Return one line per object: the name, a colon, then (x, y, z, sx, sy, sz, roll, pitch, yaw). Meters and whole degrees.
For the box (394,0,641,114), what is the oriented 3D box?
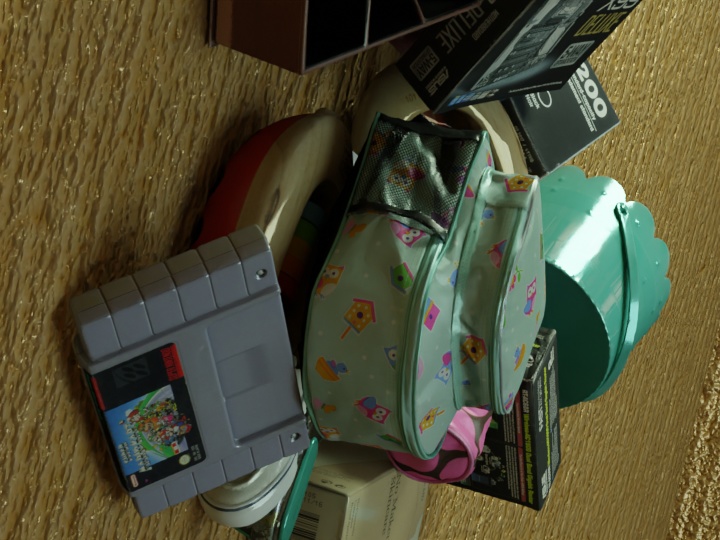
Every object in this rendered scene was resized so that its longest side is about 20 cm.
box: (0.135, -0.193, 1.428, 0.158, 0.050, 0.199, -46, 164, 30)

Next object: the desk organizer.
desk organizer: (-0.004, -0.191, 1.278, 0.199, 0.077, 0.072, -28, 132, -46)

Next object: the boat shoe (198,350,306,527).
boat shoe: (-0.065, 0.078, 1.385, 0.086, 0.074, 0.203, 82, 27, -49)

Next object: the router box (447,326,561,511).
router box: (0.098, 0.117, 1.746, 0.201, 0.149, 0.062, 82, 30, -49)

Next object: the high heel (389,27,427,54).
high heel: (0.027, -0.263, 1.433, 0.096, 0.067, 0.202, 33, 68, -44)

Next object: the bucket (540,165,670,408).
bucket: (0.180, 0.021, 1.848, 0.135, 0.206, 0.209, -48, 148, -44)

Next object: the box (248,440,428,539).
box: (-0.014, 0.192, 1.602, 0.200, 0.077, 0.096, -20, 122, -67)

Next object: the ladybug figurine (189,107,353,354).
ladybug figurine: (-0.064, -0.019, 1.315, 0.136, 0.071, 0.201, 61, 48, -63)

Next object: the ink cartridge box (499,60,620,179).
ink cartridge box: (0.138, -0.187, 1.615, 0.200, 0.043, 0.199, -36, 99, -55)

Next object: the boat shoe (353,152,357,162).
boat shoe: (0.000, 0.000, 1.449, 0.201, 0.073, 0.066, 55, 38, -30)

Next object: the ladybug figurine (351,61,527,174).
ladybug figurine: (0.057, -0.070, 1.516, 0.135, 0.072, 0.202, -23, 109, -14)

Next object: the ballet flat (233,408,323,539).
ballet flat: (-0.050, 0.111, 1.457, 0.072, 0.071, 0.201, 81, 29, -49)

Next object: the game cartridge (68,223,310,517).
game cartridge: (-0.103, 0.069, 1.226, 0.129, 0.038, 0.201, -26, 141, -14)

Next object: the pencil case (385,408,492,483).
pencil case: (0.075, 0.068, 1.601, 0.094, 0.090, 0.201, 65, 35, -51)

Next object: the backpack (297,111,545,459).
backpack: (0.041, 0.023, 1.304, 0.177, 0.152, 0.201, 83, 31, -52)
